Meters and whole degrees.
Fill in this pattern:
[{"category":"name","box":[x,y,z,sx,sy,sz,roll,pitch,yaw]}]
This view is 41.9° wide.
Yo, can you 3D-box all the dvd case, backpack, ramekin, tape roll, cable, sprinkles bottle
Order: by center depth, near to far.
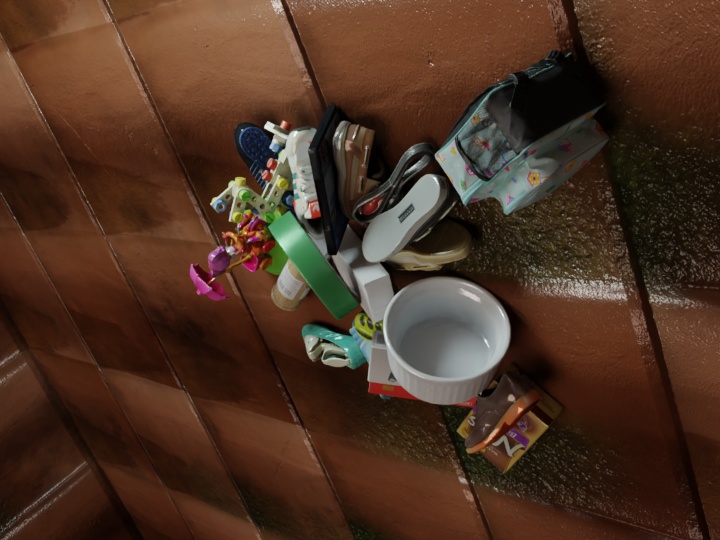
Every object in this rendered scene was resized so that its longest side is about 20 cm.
[{"category":"backpack","box":[0.197,-0.160,1.187,0.153,0.176,0.200,57,150,-3]},{"category":"cable","box":[0.047,-0.135,1.472,0.200,0.097,0.050,112,154,-46]},{"category":"ramekin","box":[0.134,0.116,1.504,0.200,0.200,0.098,35,150,22]},{"category":"dvd case","box":[-0.046,-0.145,1.517,0.018,0.143,0.200,1,128,14]},{"category":"tape roll","box":[-0.079,-0.008,1.595,0.200,0.048,0.200,54,180,0]},{"category":"sprinkles bottle","box":[-0.115,0.005,1.793,0.068,0.068,0.200,46,146,7]}]

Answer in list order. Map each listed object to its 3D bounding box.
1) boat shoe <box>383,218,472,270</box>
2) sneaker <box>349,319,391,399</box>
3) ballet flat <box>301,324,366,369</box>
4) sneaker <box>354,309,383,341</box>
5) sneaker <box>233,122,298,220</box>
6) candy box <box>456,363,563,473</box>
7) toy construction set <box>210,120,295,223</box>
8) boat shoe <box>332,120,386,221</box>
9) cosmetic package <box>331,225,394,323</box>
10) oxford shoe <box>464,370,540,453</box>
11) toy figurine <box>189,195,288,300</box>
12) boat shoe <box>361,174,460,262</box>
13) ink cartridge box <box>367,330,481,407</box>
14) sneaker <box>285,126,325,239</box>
[{"category":"boat shoe","box":[0.107,-0.035,1.511,0.200,0.074,0.066,3,148,48]},{"category":"sneaker","box":[0.038,0.152,1.765,0.131,0.079,0.200,56,166,29]},{"category":"ballet flat","box":[-0.065,0.153,1.874,0.200,0.070,0.067,10,130,44]},{"category":"sneaker","box":[0.091,0.102,1.647,0.200,0.084,0.074,21,134,9]},{"category":"sneaker","box":[-0.159,-0.181,1.680,0.200,0.070,0.078,60,173,-28]},{"category":"candy box","box":[0.253,0.258,1.622,0.117,0.056,0.200,41,146,14]},{"category":"toy construction set","box":[-0.155,-0.164,1.598,0.200,0.131,0.092,-57,30,20]},{"category":"boat shoe","box":[0.003,-0.151,1.508,0.072,0.076,0.200,7,143,13]},{"category":"cosmetic package","box":[0.000,0.000,1.599,0.200,0.051,0.083,-127,17,-54]},{"category":"oxford shoe","box":[0.218,0.232,1.540,0.073,0.071,0.200,51,136,17]},{"category":"toy figurine","box":[-0.242,-0.025,1.807,0.150,0.184,0.200,39,144,16]},{"category":"boat shoe","box":[0.080,-0.073,1.458,0.200,0.064,0.071,-40,57,39]},{"category":"ink cartridge box","box":[0.113,0.186,1.626,0.200,0.045,0.176,7,135,3]},{"category":"sneaker","box":[-0.075,-0.138,1.535,0.093,0.070,0.200,-114,17,-44]}]
